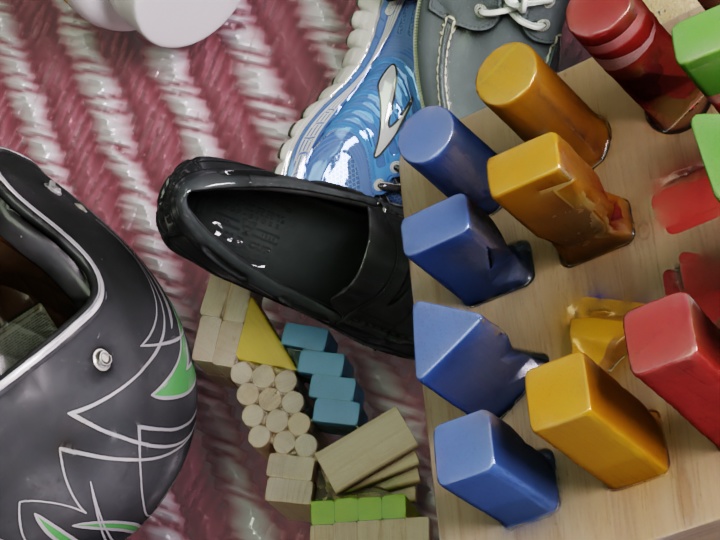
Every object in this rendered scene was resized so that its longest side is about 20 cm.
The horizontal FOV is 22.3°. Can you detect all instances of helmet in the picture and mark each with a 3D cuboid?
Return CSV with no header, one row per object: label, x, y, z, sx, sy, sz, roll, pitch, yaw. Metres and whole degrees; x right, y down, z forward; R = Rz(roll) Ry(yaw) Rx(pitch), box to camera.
helmet,-0.172,0.059,0.894,0.200,0.200,0.191,-38,68,9

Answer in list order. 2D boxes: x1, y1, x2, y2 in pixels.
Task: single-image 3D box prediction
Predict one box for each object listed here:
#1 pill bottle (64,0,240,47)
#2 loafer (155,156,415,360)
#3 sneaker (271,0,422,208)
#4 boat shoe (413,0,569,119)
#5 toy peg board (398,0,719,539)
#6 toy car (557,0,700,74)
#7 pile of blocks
pill bottle,-0.150,-0.211,1.040,0.109,0.109,0.200,-48,58,3
loafer,0.000,0.000,0.854,0.199,0.070,0.069,20,89,-11
sneaker,0.022,-0.066,0.917,0.089,0.078,0.201,15,78,33
boat shoe,0.065,-0.139,0.849,0.072,0.062,0.201,9,99,0
toy peg board,0.087,-0.015,0.626,0.198,0.098,0.201,-23,53,25
toy car,0.125,-0.108,0.805,0.157,0.164,0.202,-5,83,25
pile of blocks,-0.015,0.088,0.891,0.082,0.062,0.201,-27,68,1
